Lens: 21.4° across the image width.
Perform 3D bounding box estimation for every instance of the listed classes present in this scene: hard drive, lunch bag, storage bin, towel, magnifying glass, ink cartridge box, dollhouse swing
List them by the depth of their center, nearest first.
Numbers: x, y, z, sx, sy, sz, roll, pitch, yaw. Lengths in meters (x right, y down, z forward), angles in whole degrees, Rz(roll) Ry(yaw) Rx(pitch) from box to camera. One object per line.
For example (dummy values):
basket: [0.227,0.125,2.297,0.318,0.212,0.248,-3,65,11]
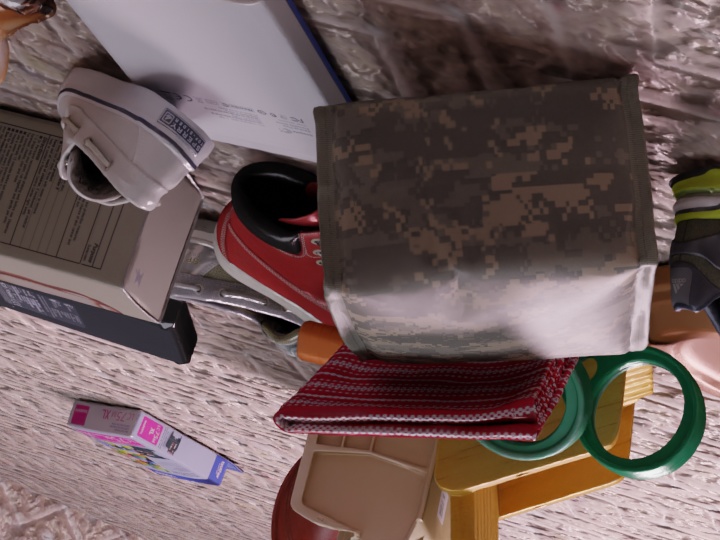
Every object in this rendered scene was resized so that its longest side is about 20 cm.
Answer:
lunch bag: [0.068,-0.011,0.981,0.163,0.119,0.200,-5,160,4]
hard drive: [-0.079,-0.117,1.032,0.131,0.026,0.200,13,163,20]
towel: [0.044,0.057,1.059,0.143,0.023,0.200,0,-169,13]
magnifying glass: [0.051,0.065,1.199,0.199,0.080,0.022,13,-165,27]
magnifying glass: [0.139,0.060,1.209,0.200,0.080,0.022,39,-177,37]
dollhouse swing: [0.136,0.169,1.311,0.180,0.177,0.200,-17,163,5]
storage bin: [0.027,0.123,1.390,0.093,0.200,0.200,12,163,11]
hard drive: [-0.246,0.027,1.686,0.199,0.033,0.140,18,164,5]
ink cartridge box: [-0.245,0.214,2.298,0.119,0.042,0.200,5,160,41]

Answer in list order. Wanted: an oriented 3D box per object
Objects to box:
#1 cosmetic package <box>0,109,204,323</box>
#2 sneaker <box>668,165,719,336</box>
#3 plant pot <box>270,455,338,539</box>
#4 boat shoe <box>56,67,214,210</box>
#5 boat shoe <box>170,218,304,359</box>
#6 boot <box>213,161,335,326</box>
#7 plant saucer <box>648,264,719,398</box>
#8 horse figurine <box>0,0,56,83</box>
cosmetic package: [-0.221,-0.044,1.302,0.199,0.104,0.087,16,166,17]
sneaker: [0.235,0.021,1.022,0.199,0.081,0.074,27,163,-24]
plant pot: [0.024,0.208,1.722,0.199,0.202,0.196,19,156,1]
boat shoe: [-0.147,-0.070,1.124,0.072,0.066,0.200,41,171,-28]
boat shoe: [-0.070,0.028,1.427,0.074,0.065,0.202,6,159,40]
boot: [0.000,0.000,1.240,0.199,0.073,0.144,27,162,-3]
plant saucer: [0.259,0.052,1.181,0.199,0.038,0.200,17,164,5]
horse figurine: [-0.248,-0.135,1.105,0.131,0.050,0.200,5,158,-12]
